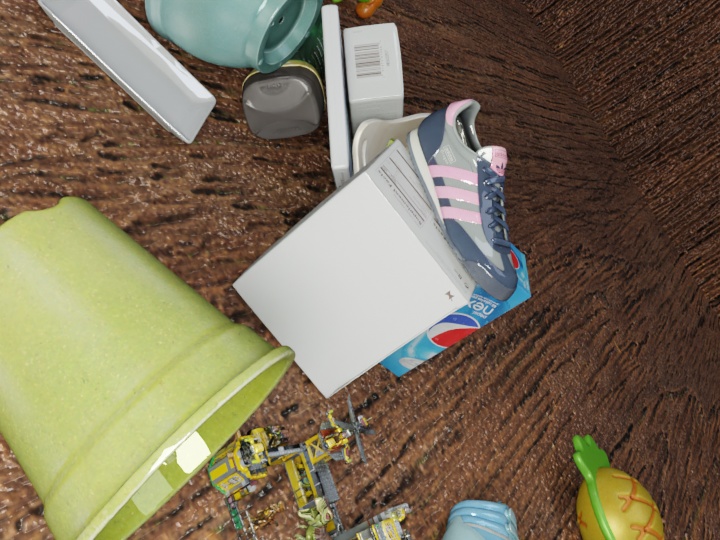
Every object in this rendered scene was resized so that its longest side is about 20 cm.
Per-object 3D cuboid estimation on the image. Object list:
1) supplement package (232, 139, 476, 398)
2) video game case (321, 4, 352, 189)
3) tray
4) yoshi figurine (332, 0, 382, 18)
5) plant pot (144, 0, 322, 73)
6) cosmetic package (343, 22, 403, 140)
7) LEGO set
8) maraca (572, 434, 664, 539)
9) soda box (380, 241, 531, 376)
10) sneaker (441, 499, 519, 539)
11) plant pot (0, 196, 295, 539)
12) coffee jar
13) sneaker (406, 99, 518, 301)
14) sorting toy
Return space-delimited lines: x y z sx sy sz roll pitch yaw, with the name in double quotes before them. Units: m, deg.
"supplement package" 0.000 0.000 0.821 0.157 0.199 0.111 50 29 -7
"video game case" -0.024 -0.185 0.992 0.182 0.023 0.205 79 7 -75
"tray" -0.245 -0.224 0.863 0.200 0.022 0.108 44 33 -21
"yoshi figurine" -0.043 -0.513 1.399 0.199 0.110 0.115 26 79 -62
"plant pot" -0.126 -0.311 0.913 0.134 0.202 0.200 39 29 8
"cosmetic package" 0.019 -0.226 1.071 0.200 0.072 0.104 76 10 -76
"LEGO set" -0.026 0.202 0.667 0.152 0.115 0.204 16 48 -48
"maraca" 0.343 0.321 1.102 0.136 0.106 0.204 18 46 -56
"soda box" 0.094 0.039 0.921 0.064 0.199 0.069 36 35 -28
"sneaker" 0.161 0.325 0.862 0.201 0.079 0.131 49 32 -14
"plant pot" -0.175 0.061 0.544 0.184 0.201 0.200 45 29 6
"coffee jar" -0.092 -0.252 1.028 0.203 0.102 0.086 -89 168 -46
"sneaker" 0.113 -0.073 0.774 0.070 0.081 0.203 5 56 -55
"sorting toy" 0.038 -0.103 1.004 0.179 0.104 0.205 14 73 -64
